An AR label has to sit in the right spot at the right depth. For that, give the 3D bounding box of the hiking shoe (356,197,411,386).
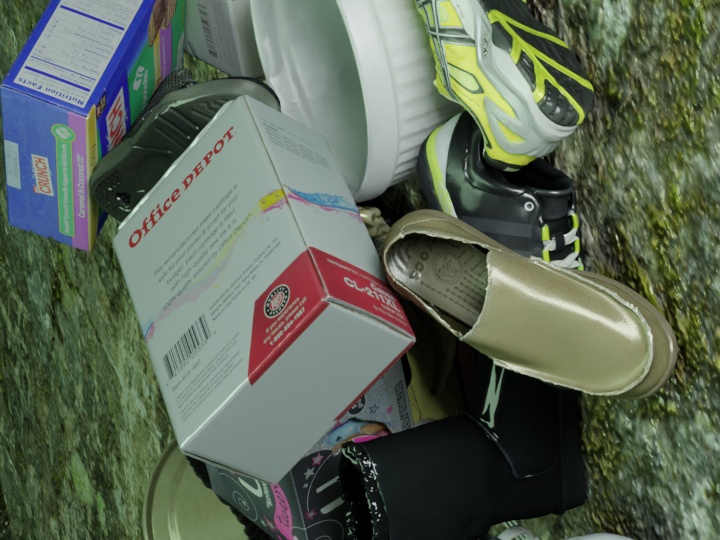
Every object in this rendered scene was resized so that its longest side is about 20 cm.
[{"bbox_3d":[0.000,0.000,1.723,0.101,0.076,0.200,-45,56,48],"label":"hiking shoe"}]

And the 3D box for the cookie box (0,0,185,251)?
[{"bbox_3d":[-0.202,-0.146,1.756,0.171,0.075,0.200,99,-168,-55],"label":"cookie box"}]

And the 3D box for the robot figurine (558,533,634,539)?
[{"bbox_3d":[0.142,0.231,1.486,0.169,0.113,0.200,32,162,-9],"label":"robot figurine"}]

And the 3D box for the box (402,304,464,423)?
[{"bbox_3d":[0.030,0.077,1.815,0.200,0.021,0.164,61,157,31],"label":"box"}]

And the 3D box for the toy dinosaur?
[{"bbox_3d":[0.055,0.011,1.584,0.048,0.088,0.200,-76,-32,-42],"label":"toy dinosaur"}]

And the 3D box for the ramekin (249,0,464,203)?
[{"bbox_3d":[0.011,-0.153,1.532,0.200,0.105,0.200,162,90,-72],"label":"ramekin"}]

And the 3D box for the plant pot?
[{"bbox_3d":[-0.063,0.206,1.982,0.183,0.200,0.201,-26,82,60],"label":"plant pot"}]

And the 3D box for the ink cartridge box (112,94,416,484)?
[{"bbox_3d":[-0.065,0.010,1.459,0.146,0.083,0.200,-46,42,23],"label":"ink cartridge box"}]

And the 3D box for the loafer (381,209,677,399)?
[{"bbox_3d":[0.093,0.025,1.381,0.200,0.067,0.076,22,105,21],"label":"loafer"}]

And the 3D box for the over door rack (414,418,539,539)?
[{"bbox_3d":[0.079,0.229,1.714,0.148,0.067,0.200,50,157,46],"label":"over door rack"}]

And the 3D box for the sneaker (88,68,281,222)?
[{"bbox_3d":[-0.113,-0.112,1.656,0.076,0.114,0.199,40,143,-14],"label":"sneaker"}]

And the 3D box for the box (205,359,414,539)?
[{"bbox_3d":[-0.046,0.089,1.625,0.132,0.115,0.200,33,147,42],"label":"box"}]

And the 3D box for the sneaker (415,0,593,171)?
[{"bbox_3d":[0.063,-0.149,1.400,0.076,0.075,0.200,-49,53,36],"label":"sneaker"}]

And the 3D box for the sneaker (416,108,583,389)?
[{"bbox_3d":[0.105,-0.019,1.432,0.083,0.072,0.200,-38,81,45],"label":"sneaker"}]

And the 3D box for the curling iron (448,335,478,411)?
[{"bbox_3d":[0.081,0.050,1.647,0.050,0.026,0.200,-11,92,50],"label":"curling iron"}]

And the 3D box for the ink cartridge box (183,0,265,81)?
[{"bbox_3d":[-0.103,-0.242,1.813,0.200,0.083,0.147,-146,42,-62],"label":"ink cartridge box"}]

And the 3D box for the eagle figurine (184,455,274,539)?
[{"bbox_3d":[-0.041,0.191,1.809,0.151,0.152,0.200,-16,90,29],"label":"eagle figurine"}]

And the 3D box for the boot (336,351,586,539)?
[{"bbox_3d":[0.062,0.107,1.528,0.073,0.162,0.199,34,138,60],"label":"boot"}]
